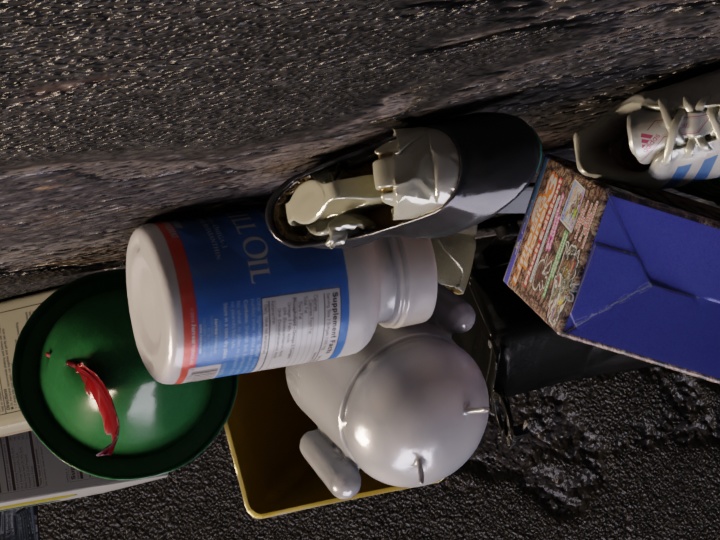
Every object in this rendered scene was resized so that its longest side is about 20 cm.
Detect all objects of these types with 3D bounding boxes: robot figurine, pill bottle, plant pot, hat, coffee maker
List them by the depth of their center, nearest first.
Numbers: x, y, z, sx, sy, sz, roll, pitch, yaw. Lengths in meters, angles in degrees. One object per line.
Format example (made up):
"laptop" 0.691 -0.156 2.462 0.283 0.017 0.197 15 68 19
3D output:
"pill bottle" -0.053 0.010 1.513 0.199 0.113 0.112 -9 173 -21
"hat" -0.167 0.047 1.555 0.165 0.200 0.176 -34 158 -17
"robot figurine" 0.019 0.085 1.598 0.113 0.170 0.200 28 -174 -37
"coffee maker" 0.185 0.044 1.839 0.199 0.193 0.135 -10 166 -13
"plant pot" -0.011 0.098 2.052 0.199 0.201 0.176 -13 -175 19

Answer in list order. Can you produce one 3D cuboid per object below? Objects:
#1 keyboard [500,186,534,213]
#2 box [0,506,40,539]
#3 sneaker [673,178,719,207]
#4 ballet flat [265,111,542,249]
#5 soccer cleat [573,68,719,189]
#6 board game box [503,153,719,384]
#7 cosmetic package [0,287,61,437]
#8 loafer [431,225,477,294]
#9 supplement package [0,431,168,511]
"keyboard" 0.148 -0.058 1.728 0.056 0.011 0.200 -22 168 35
"box" -0.473 0.302 2.868 0.049 0.201 0.158 -6 174 11
"sneaker" 0.293 -0.080 1.557 0.199 0.078 0.085 8 169 -43
"ballet flat" 0.017 -0.050 1.329 0.199 0.073 0.073 -14 173 42
"soccer cleat" 0.215 -0.087 1.326 0.086 0.070 0.200 -5 171 -42
"board game box" 0.198 0.001 1.447 0.159 0.097 0.200 17 -173 -9
"cosmetic package" -0.262 0.075 1.754 0.199 0.104 0.087 -12 172 14
"loafer" 0.000 0.000 1.696 0.199 0.069 0.076 -10 173 -11
"supplement package" -0.304 0.136 1.975 0.199 0.152 0.152 -7 172 -32
